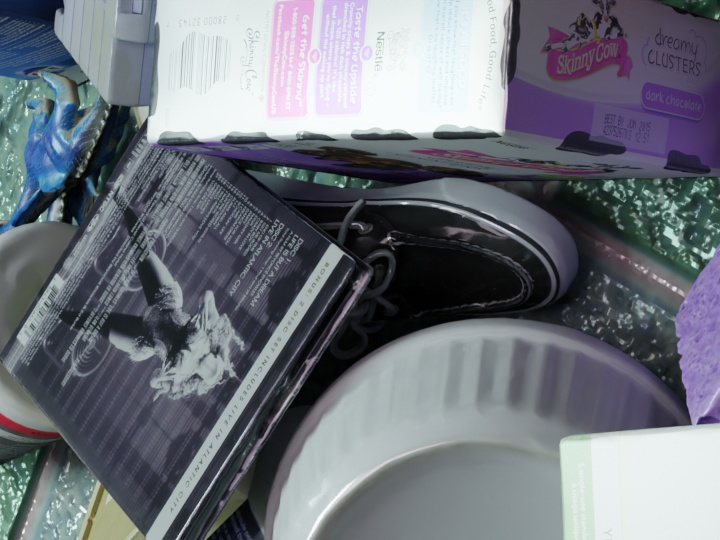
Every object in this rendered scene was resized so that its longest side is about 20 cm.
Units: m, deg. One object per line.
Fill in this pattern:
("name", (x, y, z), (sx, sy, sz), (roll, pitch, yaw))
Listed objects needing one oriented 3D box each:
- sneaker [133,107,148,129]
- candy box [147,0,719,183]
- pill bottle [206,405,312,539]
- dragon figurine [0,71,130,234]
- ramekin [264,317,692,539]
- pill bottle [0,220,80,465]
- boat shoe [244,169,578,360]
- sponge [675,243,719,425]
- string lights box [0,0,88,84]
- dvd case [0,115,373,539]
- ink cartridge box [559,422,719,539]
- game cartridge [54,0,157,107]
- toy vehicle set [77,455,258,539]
("sneaker", (-0.079, -0.128, 0.999), (0.089, 0.067, 0.202), (-15, 92, 11))
("candy box", (0.035, -0.081, 0.828), (0.199, 0.167, 0.072), (2, 87, 42))
("pill bottle", (-0.030, 0.136, 0.903), (0.200, 0.111, 0.111), (-46, 59, 29))
("dragon figurine", (-0.157, -0.051, 1.039), (0.200, 0.058, 0.100), (158, 119, -63))
("ramekin", (0.054, 0.127, 0.775), (0.201, 0.094, 0.204), (2, 104, 6))
("pill bottle", (-0.205, 0.050, 1.055), (0.200, 0.110, 0.112), (-25, 69, 53))
("boat shoe", (-0.001, -0.002, 0.881), (0.198, 0.068, 0.074), (11, 134, 20))
("sponge", (0.187, -0.035, 0.735), (0.030, 0.112, 0.201), (28, 111, -5))
("string lights box", (-0.202, -0.148, 1.022), (0.102, 0.199, 0.059), (-12, 79, 39))
("dvd case", (-0.086, 0.022, 0.862), (0.149, 0.016, 0.200), (-57, 38, 4))
("ink cartridge box", (0.158, 0.120, 0.618), (0.199, 0.048, 0.147), (-10, 77, 44))
("game cartridge", (-0.109, -0.190, 0.891), (0.130, 0.038, 0.201), (-137, 51, -56))
("toy vehicle set", (-0.085, 0.075, 0.932), (0.124, 0.026, 0.201), (-45, 18, 30))
